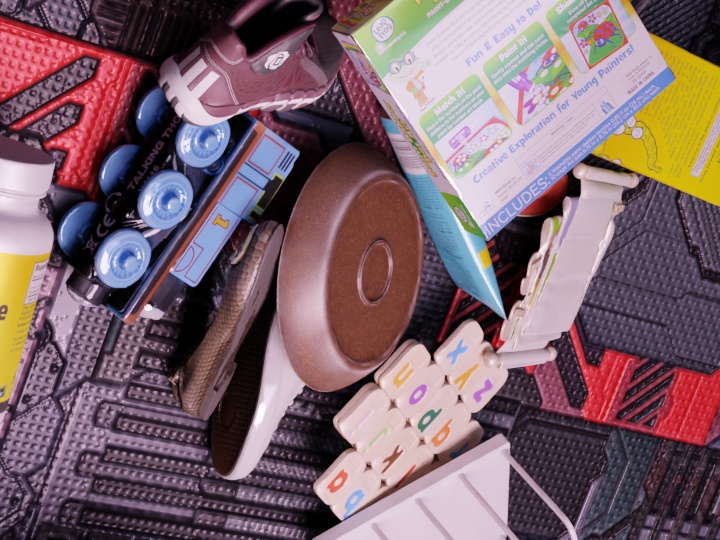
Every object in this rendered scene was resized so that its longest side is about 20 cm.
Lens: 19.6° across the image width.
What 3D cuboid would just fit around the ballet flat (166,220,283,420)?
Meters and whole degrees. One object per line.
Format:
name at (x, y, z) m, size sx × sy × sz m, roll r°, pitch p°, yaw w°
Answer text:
ballet flat at (-0.107, 0.036, 1.611) m, size 0.067 × 0.046 × 0.200 m, roll -53°, pitch 170°, yaw -50°

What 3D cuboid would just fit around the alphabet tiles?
alphabet tiles at (0.043, 0.133, 1.763) m, size 0.196 × 0.015 × 0.200 m, roll -48°, pitch 148°, yaw -8°

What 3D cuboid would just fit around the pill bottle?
pill bottle at (-0.283, 0.006, 1.474) m, size 0.112 × 0.112 × 0.201 m, roll 9°, pitch 104°, yaw -36°

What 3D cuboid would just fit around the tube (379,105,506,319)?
tube at (0.070, -0.053, 1.713) m, size 0.050 × 0.077 × 0.200 m, roll -27°, pitch 119°, yaw -11°

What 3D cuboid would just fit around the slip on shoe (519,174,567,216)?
slip on shoe at (0.133, -0.080, 1.713) m, size 0.074 × 0.061 × 0.200 m, roll -49°, pitch 156°, yaw 2°

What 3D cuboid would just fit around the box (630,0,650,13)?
box at (0.141, -0.236, 1.637) m, size 0.160 × 0.044 × 0.200 m, roll 42°, pitch 81°, yaw 6°

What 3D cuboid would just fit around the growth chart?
growth chart at (0.174, -0.002, 1.797) m, size 0.145 × 0.018 × 0.201 m, roll 15°, pitch 101°, yaw -61°

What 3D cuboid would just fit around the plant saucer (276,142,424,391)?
plant saucer at (0.000, 0.000, 1.652) m, size 0.200 × 0.034 × 0.201 m, roll -29°, pitch 124°, yaw -55°

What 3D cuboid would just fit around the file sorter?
file sorter at (0.076, 0.266, 1.790) m, size 0.200 × 0.125 × 0.139 m, roll -27°, pitch 141°, yaw -22°

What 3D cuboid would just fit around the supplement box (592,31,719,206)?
supplement box at (0.237, -0.141, 1.759) m, size 0.200 × 0.109 × 0.110 m, roll 19°, pitch 98°, yaw -37°

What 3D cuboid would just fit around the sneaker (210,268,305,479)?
sneaker at (-0.057, 0.079, 1.678) m, size 0.084 × 0.073 × 0.201 m, roll 14°, pitch 99°, yaw -34°

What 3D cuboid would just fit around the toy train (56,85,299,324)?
toy train at (-0.140, -0.049, 1.566) m, size 0.114 × 0.087 × 0.200 m, roll 34°, pitch 88°, yaw -44°

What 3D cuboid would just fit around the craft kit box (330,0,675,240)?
craft kit box at (0.109, -0.161, 1.550) m, size 0.200 × 0.048 × 0.198 m, roll -40°, pitch 117°, yaw -11°

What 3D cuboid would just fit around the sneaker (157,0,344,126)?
sneaker at (-0.049, -0.170, 1.519) m, size 0.076 × 0.115 × 0.200 m, roll 54°, pitch 39°, yaw 4°
